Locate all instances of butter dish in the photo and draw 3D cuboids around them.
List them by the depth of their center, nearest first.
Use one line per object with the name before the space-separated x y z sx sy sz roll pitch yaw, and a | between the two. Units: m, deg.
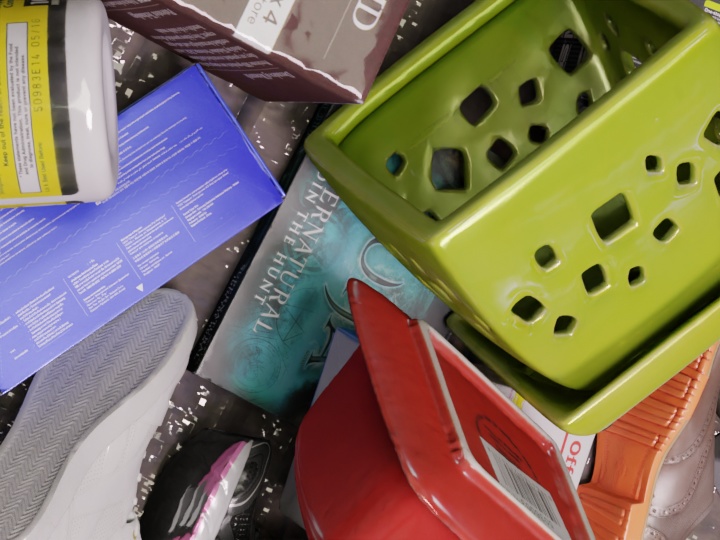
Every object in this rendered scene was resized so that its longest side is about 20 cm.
butter dish | 0.029 0.140 1.313 0.148 0.200 0.200 -39 123 13

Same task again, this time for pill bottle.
pill bottle | -0.232 -0.087 1.308 0.198 0.112 0.113 -3 97 -2

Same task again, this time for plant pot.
plant pot | 0.117 -0.037 1.368 0.199 0.200 0.182 -37 117 -6

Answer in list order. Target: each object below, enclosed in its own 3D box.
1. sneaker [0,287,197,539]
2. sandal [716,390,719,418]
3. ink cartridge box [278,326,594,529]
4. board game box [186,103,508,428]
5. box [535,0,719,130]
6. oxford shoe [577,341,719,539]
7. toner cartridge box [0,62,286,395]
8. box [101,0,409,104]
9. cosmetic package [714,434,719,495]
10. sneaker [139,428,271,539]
sneaker | -0.148 0.113 1.403 0.200 0.073 0.116 -55 144 -29
sandal | 0.284 0.011 1.528 0.200 0.082 0.055 -46 128 -2
ink cartridge box | 0.064 0.116 1.449 0.199 0.068 0.116 16 95 -31
board game box | 0.000 0.000 1.456 0.135 0.028 0.201 28 87 -19
box | 0.221 -0.134 1.510 0.199 0.044 0.161 17 90 -20
oxford shoe | 0.189 0.108 1.522 0.073 0.071 0.201 19 96 -37
toner cartridge box | -0.150 -0.023 1.382 0.199 0.043 0.095 -35 93 -15
box | -0.074 -0.206 1.334 0.199 0.164 0.167 26 85 -19
cosmetic package | 0.323 0.092 1.540 0.200 0.101 0.071 -35 105 -13
sneaker | -0.088 0.188 1.430 0.086 0.080 0.201 18 101 -26
